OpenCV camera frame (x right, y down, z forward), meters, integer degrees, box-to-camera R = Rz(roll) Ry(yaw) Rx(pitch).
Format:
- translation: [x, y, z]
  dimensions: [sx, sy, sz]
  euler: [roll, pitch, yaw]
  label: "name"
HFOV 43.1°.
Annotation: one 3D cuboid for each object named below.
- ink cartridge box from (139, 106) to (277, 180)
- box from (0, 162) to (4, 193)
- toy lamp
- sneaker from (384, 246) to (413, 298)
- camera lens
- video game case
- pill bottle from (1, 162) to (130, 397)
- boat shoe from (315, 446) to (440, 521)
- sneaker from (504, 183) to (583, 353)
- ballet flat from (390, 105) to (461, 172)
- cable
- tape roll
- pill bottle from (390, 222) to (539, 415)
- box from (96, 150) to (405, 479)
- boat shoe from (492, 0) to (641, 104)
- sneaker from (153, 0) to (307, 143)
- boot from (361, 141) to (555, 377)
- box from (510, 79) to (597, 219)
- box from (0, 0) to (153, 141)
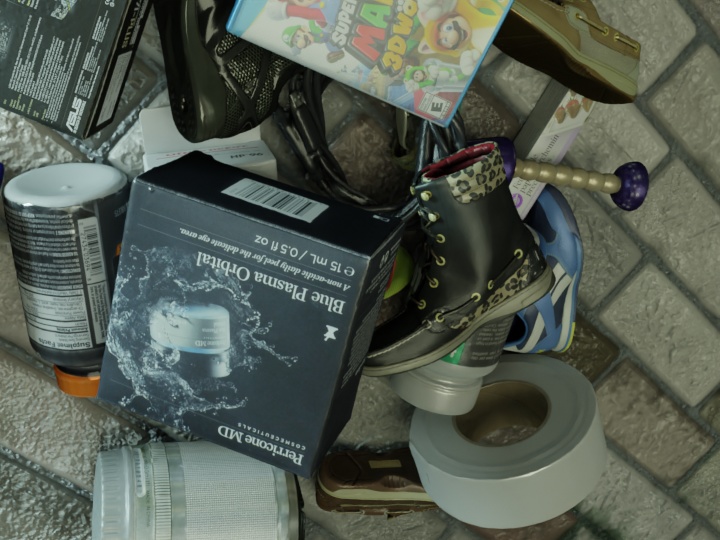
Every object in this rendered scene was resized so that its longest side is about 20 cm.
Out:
- translation: [-0.135, -0.051, 0.848]
  dimensions: [0.116, 0.068, 0.200]
  euler: [-9, 116, -14]
  label: "ink cartridge box"
- translation: [-0.422, -0.024, 0.746]
  dimensions: [0.200, 0.105, 0.184]
  euler: [19, 107, -25]
  label: "box"
- translation: [0.185, -0.095, 0.893]
  dimensions: [0.200, 0.058, 0.058]
  euler: [5, 112, -18]
  label: "toy lamp"
- translation: [0.000, 0.000, 0.871]
  dimensions: [0.200, 0.090, 0.078]
  euler: [5, 99, -53]
  label: "sneaker"
- translation: [-0.165, 0.255, 0.927]
  dimensions: [0.200, 0.160, 0.160]
  euler: [3, 113, -19]
  label: "camera lens"
- translation: [0.015, -0.213, 0.712]
  dimensions: [0.200, 0.018, 0.143]
  euler: [20, 111, -20]
  label: "video game case"
- translation: [-0.251, 0.013, 0.819]
  dimensions: [0.106, 0.106, 0.200]
  euler: [-8, 116, -15]
  label: "pill bottle"
- translation: [0.044, 0.250, 1.052]
  dimensions: [0.202, 0.075, 0.075]
  euler: [8, 125, -15]
  label: "boat shoe"
- translation: [0.186, 0.006, 0.977]
  dimensions: [0.082, 0.074, 0.200]
  euler: [-8, 115, -12]
  label: "sneaker"
- translation: [0.071, -0.185, 0.854]
  dimensions: [0.071, 0.071, 0.200]
  euler: [4, 115, -20]
  label: "ballet flat"
- translation: [0.019, -0.124, 0.844]
  dimensions: [0.163, 0.051, 0.200]
  euler: [-25, 108, 23]
  label: "cable"
- translation: [0.156, 0.177, 0.973]
  dimensions: [0.202, 0.202, 0.071]
  euler: [-22, 120, -7]
  label: "tape roll"
- translation: [0.102, 0.040, 0.941]
  dimensions: [0.113, 0.113, 0.200]
  euler: [8, 111, -21]
  label: "pill bottle"
- translation: [-0.090, 0.032, 0.751]
  dimensions: [0.196, 0.117, 0.200]
  euler: [18, 111, 9]
  label: "box"
- translation: [0.184, -0.217, 0.829]
  dimensions: [0.200, 0.074, 0.067]
  euler: [21, 84, -38]
  label: "boat shoe"
- translation: [-0.112, -0.216, 0.781]
  dimensions: [0.114, 0.076, 0.200]
  euler: [-15, 102, -36]
  label: "sneaker"
- translation: [0.063, -0.009, 0.812]
  dimensions: [0.203, 0.073, 0.154]
  euler: [-27, 115, -7]
  label: "boot"
- translation: [0.197, -0.149, 0.927]
  dimensions: [0.039, 0.041, 0.200]
  euler: [25, 104, -26]
  label: "box"
- translation: [-0.246, -0.226, 0.696]
  dimensions: [0.164, 0.086, 0.200]
  euler: [21, 107, -7]
  label: "box"
